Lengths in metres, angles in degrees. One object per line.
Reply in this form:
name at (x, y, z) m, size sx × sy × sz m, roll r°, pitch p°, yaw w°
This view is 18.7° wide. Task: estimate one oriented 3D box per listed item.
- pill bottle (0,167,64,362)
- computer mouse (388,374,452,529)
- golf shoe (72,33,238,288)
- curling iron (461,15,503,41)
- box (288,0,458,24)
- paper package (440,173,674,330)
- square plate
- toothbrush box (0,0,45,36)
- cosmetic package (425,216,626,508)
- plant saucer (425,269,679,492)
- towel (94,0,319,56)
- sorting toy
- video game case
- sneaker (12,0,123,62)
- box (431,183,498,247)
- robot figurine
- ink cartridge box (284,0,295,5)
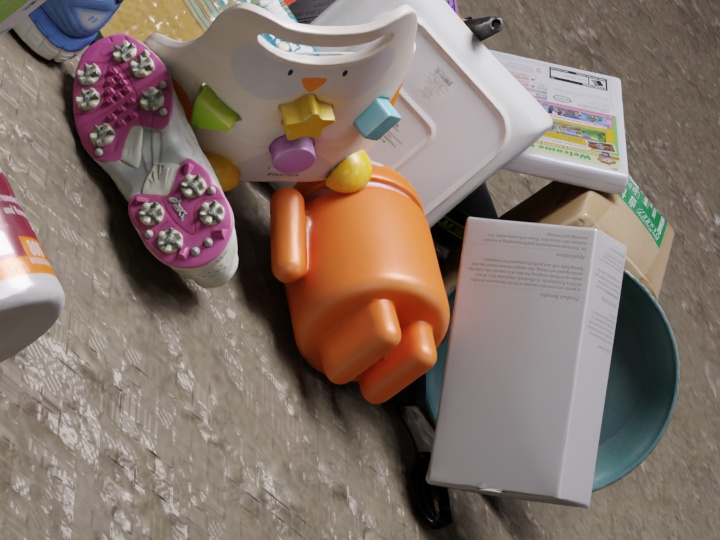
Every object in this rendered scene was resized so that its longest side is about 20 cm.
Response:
pill bottle at (-0.248, -0.043, 1.161) m, size 0.200 × 0.114 × 0.114 m, roll 62°, pitch 23°, yaw 12°
computer mouse at (0.040, 0.106, 1.655) m, size 0.059 × 0.034 × 0.200 m, roll 30°, pitch 35°, yaw -49°
golf shoe at (-0.139, -0.070, 1.504) m, size 0.092 × 0.075 × 0.200 m, roll 63°, pitch 2°, yaw -64°
curling iron at (0.085, -0.193, 1.756) m, size 0.026 × 0.050 × 0.200 m, roll 62°, pitch -6°, yaw -4°
box at (-0.009, -0.281, 1.783) m, size 0.176 × 0.097 × 0.200 m, roll -33°, pitch 115°, yaw -63°
paper package at (0.155, 0.008, 1.815) m, size 0.103 × 0.191 × 0.200 m, roll 53°, pitch 20°, yaw -8°
square plate at (0.018, -0.112, 1.691) m, size 0.200 × 0.198 × 0.028 m, roll 45°, pitch 12°, yaw -26°
toothbrush box at (-0.248, -0.194, 1.328) m, size 0.086 × 0.146 × 0.200 m, roll 56°, pitch 23°, yaw 2°
cosmetic package at (0.123, 0.068, 1.610) m, size 0.085 × 0.108 × 0.200 m, roll 22°, pitch 77°, yaw -65°
plant saucer at (0.148, 0.076, 1.704) m, size 0.200 × 0.200 × 0.036 m, roll 55°, pitch 14°, yaw -3°
towel at (-0.122, -0.178, 1.616) m, size 0.147 × 0.022 × 0.200 m, roll -32°, pitch 86°, yaw -25°
sorting toy at (-0.042, -0.137, 1.511) m, size 0.200 × 0.180 × 0.107 m, roll -1°, pitch 67°, yaw -16°
video game case at (0.120, -0.133, 1.815) m, size 0.200 × 0.022 × 0.182 m, roll 12°, pitch 31°, yaw -3°
sneaker at (-0.237, -0.238, 1.485) m, size 0.200 × 0.089 × 0.079 m, roll 45°, pitch 24°, yaw -25°
box at (0.035, -0.127, 1.948) m, size 0.193 × 0.048 × 0.200 m, roll 26°, pitch 38°, yaw -47°
robot figurine at (-0.001, -0.001, 1.608) m, size 0.144 × 0.117 × 0.200 m, roll -1°, pitch 47°, yaw -12°
ink cartridge box at (-0.127, -0.277, 1.668) m, size 0.200 × 0.160 × 0.047 m, roll 57°, pitch -5°, yaw 3°
